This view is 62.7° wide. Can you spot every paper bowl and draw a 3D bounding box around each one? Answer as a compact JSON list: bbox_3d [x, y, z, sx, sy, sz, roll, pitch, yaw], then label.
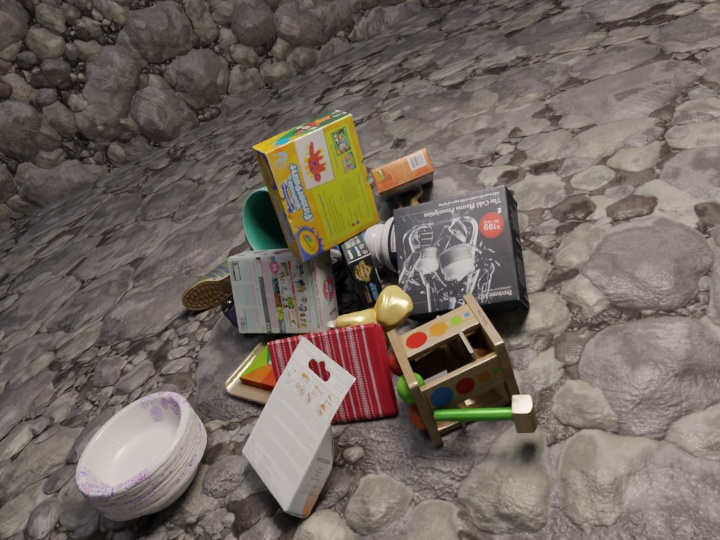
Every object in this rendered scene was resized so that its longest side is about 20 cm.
[{"bbox_3d":[-0.341,0.304,0.951,0.196,0.106,0.202,-19,32,12],"label":"paper bowl"}]

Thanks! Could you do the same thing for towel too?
[{"bbox_3d":[-0.044,0.165,0.921,0.195,0.148,0.022,-11,5,22],"label":"towel"}]

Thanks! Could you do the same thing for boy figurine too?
[{"bbox_3d":[0.001,0.100,0.953,0.200,0.123,0.065,-45,38,24],"label":"boy figurine"}]

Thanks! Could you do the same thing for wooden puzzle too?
[{"bbox_3d":[-0.134,0.165,1.075,0.197,0.038,0.186,5,43,40],"label":"wooden puzzle"}]

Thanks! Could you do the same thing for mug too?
[{"bbox_3d":[-0.134,-0.096,1.183,0.182,0.155,0.114,25,32,27],"label":"mug"}]

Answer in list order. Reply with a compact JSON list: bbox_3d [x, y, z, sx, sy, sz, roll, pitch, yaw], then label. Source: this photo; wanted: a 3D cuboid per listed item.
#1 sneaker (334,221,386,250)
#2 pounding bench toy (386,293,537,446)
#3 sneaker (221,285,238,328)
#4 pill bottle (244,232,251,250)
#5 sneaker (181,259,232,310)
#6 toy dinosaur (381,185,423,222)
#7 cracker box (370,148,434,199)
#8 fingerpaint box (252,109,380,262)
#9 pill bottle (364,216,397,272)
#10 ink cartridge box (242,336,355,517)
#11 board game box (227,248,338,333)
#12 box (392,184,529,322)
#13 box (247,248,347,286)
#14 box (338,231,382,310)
[{"bbox_3d":[-0.006,-0.053,1.286,0.196,0.066,0.079,-5,45,32],"label":"sneaker"},{"bbox_3d":[0.131,0.161,0.805,0.153,0.126,0.201,-24,31,1],"label":"pounding bench toy"},{"bbox_3d":[-0.223,0.034,1.260,0.075,0.087,0.202,-36,18,42],"label":"sneaker"},{"bbox_3d":[-0.168,-0.097,1.411,0.198,0.116,0.114,-36,33,-18],"label":"pill bottle"},{"bbox_3d":[-0.330,0.023,1.406,0.197,0.068,0.090,-29,24,-5],"label":"sneaker"},{"bbox_3d":[0.125,-0.136,1.336,0.196,0.058,0.103,-17,46,26],"label":"toy dinosaur"},{"bbox_3d":[0.100,-0.219,1.369,0.131,0.059,0.200,-21,-1,6],"label":"cracker box"},{"bbox_3d":[-0.072,-0.146,1.016,0.165,0.204,0.073,-29,31,-18],"label":"fingerpaint box"},{"bbox_3d":[0.107,-0.052,1.152,0.196,0.113,0.112,-1,38,35],"label":"pill bottle"},{"bbox_3d":[-0.083,0.221,0.863,0.161,0.050,0.203,26,85,53],"label":"ink cartridge box"},{"bbox_3d":[-0.146,0.038,1.117,0.195,0.152,0.064,-2,12,26],"label":"board game box"},{"bbox_3d":[0.166,-0.021,0.981,0.196,0.104,0.187,-11,76,24],"label":"box"},{"bbox_3d":[-0.138,-0.008,1.235,0.196,0.051,0.157,17,33,25],"label":"box"},{"bbox_3d":[0.000,0.000,1.102,0.045,0.162,0.201,-20,31,-3],"label":"box"}]
